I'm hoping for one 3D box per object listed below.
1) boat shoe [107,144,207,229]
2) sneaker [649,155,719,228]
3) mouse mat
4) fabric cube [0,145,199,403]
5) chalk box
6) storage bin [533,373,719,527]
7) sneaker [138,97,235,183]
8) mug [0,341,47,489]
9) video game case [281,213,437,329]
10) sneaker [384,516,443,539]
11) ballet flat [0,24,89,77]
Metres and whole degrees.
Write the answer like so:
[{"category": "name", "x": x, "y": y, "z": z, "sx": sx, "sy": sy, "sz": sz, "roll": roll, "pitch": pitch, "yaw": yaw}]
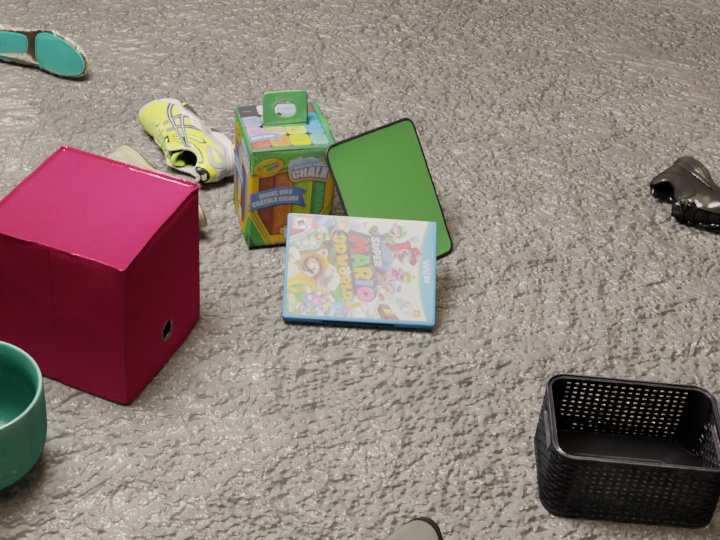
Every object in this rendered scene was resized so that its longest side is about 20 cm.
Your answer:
[{"category": "boat shoe", "x": -0.296, "y": -0.104, "z": 1.757, "sx": 0.199, "sy": 0.074, "sz": 0.066, "roll": 33, "pitch": 58, "yaw": 33}, {"category": "sneaker", "x": 0.511, "y": -0.092, "z": 1.853, "sx": 0.090, "sy": 0.076, "sz": 0.200, "roll": -26, "pitch": 40, "yaw": -22}, {"category": "mouse mat", "x": 0.042, "y": -0.095, "z": 1.709, "sx": 0.160, "sy": 0.202, "sz": 0.008, "roll": -23, "pitch": 9, "yaw": -33}, {"category": "fabric cube", "x": -0.317, "y": 0.001, "z": 1.506, "sx": 0.198, "sy": 0.201, "sz": 0.197, "roll": 17, "pitch": 38, "yaw": 14}, {"category": "chalk box", "x": -0.106, "y": -0.152, "z": 1.728, "sx": 0.124, "sy": 0.201, "sz": 0.124, "roll": -6, "pitch": 39, "yaw": -14}, {"category": "storage bin", "x": 0.304, "y": 0.203, "z": 1.418, "sx": 0.198, "sy": 0.094, "sz": 0.136, "roll": 5, "pitch": 38, "yaw": 0}, {"category": "sneaker", "x": -0.270, "y": -0.196, "z": 1.867, "sx": 0.199, "sy": 0.076, "sz": 0.076, "roll": 31, "pitch": 44, "yaw": 31}, {"category": "mug", "x": -0.428, "y": 0.160, "z": 1.357, "sx": 0.184, "sy": 0.115, "sz": 0.152, "roll": 29, "pitch": 44, "yaw": 28}, {"category": "video game case", "x": 0.000, "y": 0.000, "z": 1.636, "sx": 0.198, "sy": 0.018, "sz": 0.145, "roll": 3, "pitch": 71, "yaw": -3}, {"category": "sneaker", "x": 0.028, "y": 0.312, "z": 1.252, "sx": 0.073, "sy": 0.080, "sz": 0.200, "roll": 22, "pitch": 39, "yaw": 23}, {"category": "ballet flat", "x": -0.528, "y": -0.369, "z": 2.060, "sx": 0.198, "sy": 0.076, "sz": 0.064, "roll": 17, "pitch": 23, "yaw": 9}]
